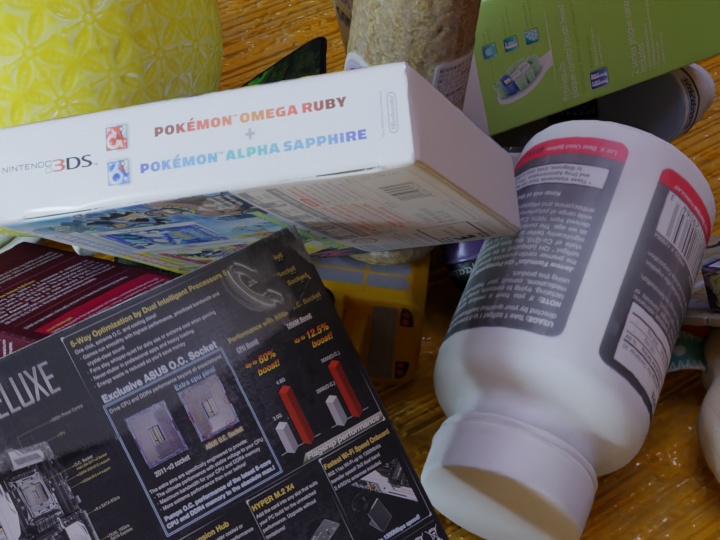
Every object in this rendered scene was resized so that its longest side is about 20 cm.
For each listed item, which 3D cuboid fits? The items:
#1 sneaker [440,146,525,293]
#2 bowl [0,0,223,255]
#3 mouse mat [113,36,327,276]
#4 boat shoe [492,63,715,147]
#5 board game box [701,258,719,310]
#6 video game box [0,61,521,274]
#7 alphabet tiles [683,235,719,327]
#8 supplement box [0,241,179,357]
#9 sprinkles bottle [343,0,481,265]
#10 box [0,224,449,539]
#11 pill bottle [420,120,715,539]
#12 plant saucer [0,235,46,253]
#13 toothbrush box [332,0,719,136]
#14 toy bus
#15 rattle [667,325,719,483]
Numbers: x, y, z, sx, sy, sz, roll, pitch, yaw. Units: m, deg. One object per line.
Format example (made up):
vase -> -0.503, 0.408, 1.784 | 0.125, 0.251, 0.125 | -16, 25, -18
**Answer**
sneaker -> 0.118, -0.024, 0.907 | 0.198, 0.089, 0.075 | -4, -5, -39
bowl -> -0.143, -0.074, 0.802 | 0.199, 0.200, 0.108 | -29, 82, -33
mouse mat -> -0.083, -0.047, 0.883 | 0.160, 0.008, 0.201 | -31, 32, 22
boat shoe -> 0.137, -0.118, 0.991 | 0.200, 0.076, 0.086 | 2, 16, 37
board game box -> 0.289, -0.020, 0.788 | 0.199, 0.033, 0.120 | -23, 11, -28
video game box -> -0.036, -0.038, 0.680 | 0.180, 0.200, 0.047 | -9, 81, 16
alphabet tiles -> 0.239, -0.001, 0.839 | 0.166, 0.006, 0.199 | -25, 17, -36
supplement box -> -0.126, 0.044, 0.758 | 0.198, 0.062, 0.109 | 12, 24, 28
sprinkles bottle -> 0.023, -0.099, 0.772 | 0.067, 0.202, 0.069 | 5, 39, -4
box -> -0.078, 0.092, 0.613 | 0.199, 0.050, 0.159 | -27, 89, -31
pill bottle -> 0.101, 0.033, 0.764 | 0.110, 0.111, 0.201 | 16, 60, 16
plant saucer -> -0.260, -0.066, 0.911 | 0.198, 0.050, 0.202 | 4, 59, -7
toothbrush box -> 0.097, -0.160, 0.913 | 0.198, 0.087, 0.146 | -20, 30, -10
toy bus -> 0.000, 0.000, 0.861 | 0.077, 0.066, 0.201 | 8, 39, 1
rattle -> 0.216, 0.039, 0.773 | 0.129, 0.144, 0.200 | -28, 52, -14
